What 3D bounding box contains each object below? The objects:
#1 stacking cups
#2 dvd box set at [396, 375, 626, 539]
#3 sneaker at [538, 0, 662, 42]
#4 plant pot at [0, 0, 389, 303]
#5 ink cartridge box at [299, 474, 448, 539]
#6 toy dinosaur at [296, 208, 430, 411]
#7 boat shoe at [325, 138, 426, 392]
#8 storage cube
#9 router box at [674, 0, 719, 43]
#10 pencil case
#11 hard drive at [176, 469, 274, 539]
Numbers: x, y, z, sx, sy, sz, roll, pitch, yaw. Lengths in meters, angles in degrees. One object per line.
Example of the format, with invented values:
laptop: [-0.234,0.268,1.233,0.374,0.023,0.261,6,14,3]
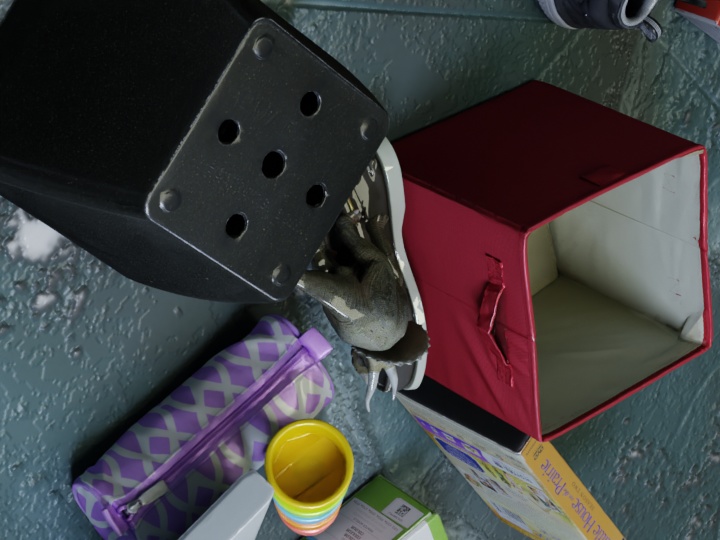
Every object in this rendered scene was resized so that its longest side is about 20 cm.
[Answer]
stacking cups: [-0.038,0.147,1.525,0.061,0.060,0.200,-51,174,-11]
dvd box set: [0.120,0.157,1.668,0.029,0.146,0.200,-51,132,-13]
sneaker: [0.164,-0.250,1.547,0.075,0.114,0.201,-40,130,-21]
plant pot: [-0.104,-0.091,1.343,0.200,0.177,0.200,35,84,-43]
ink cartridge box: [-0.016,0.277,1.653,0.200,0.076,0.149,-37,129,-21]
toy dinosaur: [0.002,0.016,1.448,0.077,0.103,0.200,-28,164,2]
boat shoe: [0.000,0.000,1.550,0.060,0.072,0.203,-22,115,-27]
storage cube: [0.128,-0.013,1.576,0.199,0.179,0.172,-25,124,-29]
router box: [0.360,-0.246,1.763,0.199,0.049,0.181,25,91,-44]
pencil case: [-0.107,0.116,1.494,0.200,0.084,0.086,-43,172,-20]
hard drive: [-0.117,0.207,1.481,0.132,0.027,0.200,-45,173,-16]
